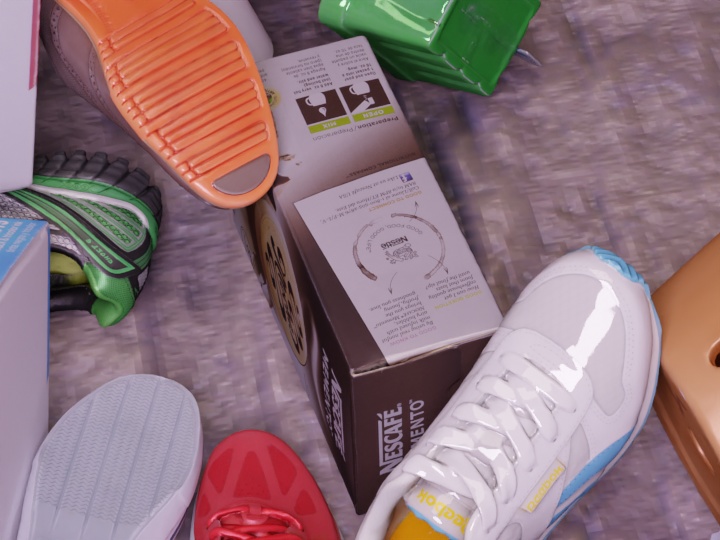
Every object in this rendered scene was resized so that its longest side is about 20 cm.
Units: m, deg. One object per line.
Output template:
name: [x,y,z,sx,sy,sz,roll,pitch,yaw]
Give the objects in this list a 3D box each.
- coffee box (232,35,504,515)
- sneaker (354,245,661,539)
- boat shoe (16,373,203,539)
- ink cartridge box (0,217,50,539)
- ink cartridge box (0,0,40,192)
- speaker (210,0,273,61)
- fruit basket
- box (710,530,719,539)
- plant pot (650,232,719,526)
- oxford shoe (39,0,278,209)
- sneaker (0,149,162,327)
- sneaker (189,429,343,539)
coffee box: [0.000,0.000,1.113,0.079,0.114,0.201,-15,51,-12]
sneaker: [0.061,0.081,0.989,0.076,0.201,0.081,35,18,18]
boat shoe: [-0.126,0.131,1.032,0.073,0.067,0.201,19,41,5]
ink cartridge box: [-0.249,0.059,1.009,0.198,0.148,0.146,5,19,4]
ink cartridge box: [-0.222,-0.152,1.121,0.083,0.146,0.201,-11,48,-20]
speaker: [-0.122,-0.173,1.196,0.081,0.201,0.082,-20,37,16]
fruit basket: [-0.005,-0.179,1.233,0.200,0.185,0.094,37,94,24]
box: [0.184,0.217,0.930,0.137,0.040,0.201,36,50,-19]
plant pot: [0.211,0.050,1.036,0.139,0.201,0.201,-29,54,-1]
oxford shoe: [-0.106,-0.101,1.110,0.071,0.073,0.201,-26,68,-24]
sneaker: [-0.201,-0.016,1.149,0.198,0.078,0.086,2,50,1]
sneaker: [-0.037,0.130,1.000,0.078,0.116,0.201,-8,50,-7]
